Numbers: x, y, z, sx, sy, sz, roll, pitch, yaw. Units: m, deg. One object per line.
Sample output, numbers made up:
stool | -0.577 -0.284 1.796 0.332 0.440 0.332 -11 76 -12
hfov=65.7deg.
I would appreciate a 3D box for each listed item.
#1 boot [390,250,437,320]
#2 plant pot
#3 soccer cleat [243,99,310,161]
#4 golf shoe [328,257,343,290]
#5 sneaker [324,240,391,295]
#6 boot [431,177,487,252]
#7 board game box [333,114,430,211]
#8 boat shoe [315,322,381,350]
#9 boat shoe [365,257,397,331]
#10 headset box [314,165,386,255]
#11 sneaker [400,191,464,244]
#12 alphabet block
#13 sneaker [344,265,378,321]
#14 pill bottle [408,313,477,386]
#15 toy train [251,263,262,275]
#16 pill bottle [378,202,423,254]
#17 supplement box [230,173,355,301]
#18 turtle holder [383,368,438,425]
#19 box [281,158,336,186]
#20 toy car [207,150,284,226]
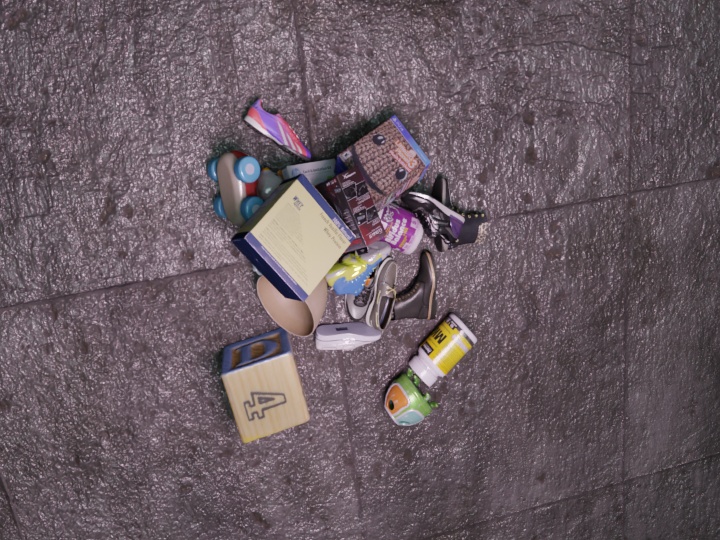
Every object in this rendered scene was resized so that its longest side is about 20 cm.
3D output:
boot | 0.150 0.051 1.612 0.133 0.078 0.208 -5 104 -6
plant pot | -0.162 0.053 1.493 0.135 0.197 0.204 -46 113 -36
soccer cleat | -0.202 -0.356 1.433 0.196 0.068 0.075 32 91 -16
golf shoe | -0.098 -0.039 1.529 0.090 0.073 0.204 -30 108 -4
sneaker | 0.000 0.000 1.507 0.194 0.076 0.107 -23 125 -3
boot | 0.283 -0.165 1.592 0.148 0.073 0.212 -8 105 -15
board game box | 0.054 -0.267 1.443 0.198 0.097 0.161 -37 83 -17
boat shoe | -0.037 0.195 1.610 0.192 0.074 0.068 3 119 -10
boat shoe | 0.073 0.069 1.590 0.070 0.060 0.209 8 100 -40
headset box | -0.029 -0.137 1.391 0.076 0.147 0.206 -28 100 -31
sneaker | 0.187 -0.137 1.482 0.195 0.075 0.090 25 80 -18
alphabet block | -0.258 0.305 1.515 0.189 0.196 0.207 -16 108 -6
sneaker | 0.004 0.048 1.572 0.071 0.079 0.208 10 102 -17
pill bottle | 0.242 0.238 1.654 0.200 0.114 0.114 -46 109 1
toy train | -0.245 -0.063 1.430 0.083 0.200 0.117 -27 98 9
pill bottle | 0.068 -0.131 1.525 0.194 0.112 0.116 21 99 -17
supplement box | -0.156 -0.075 1.298 0.201 0.133 0.201 47 71 -21
turtle holder | 0.142 0.390 1.670 0.131 0.186 0.142 -40 77 -1
box | -0.111 -0.177 1.455 0.152 0.041 0.208 -15 91 -34
toy car | -0.258 -0.220 1.423 0.196 0.181 0.184 -19 109 -38
